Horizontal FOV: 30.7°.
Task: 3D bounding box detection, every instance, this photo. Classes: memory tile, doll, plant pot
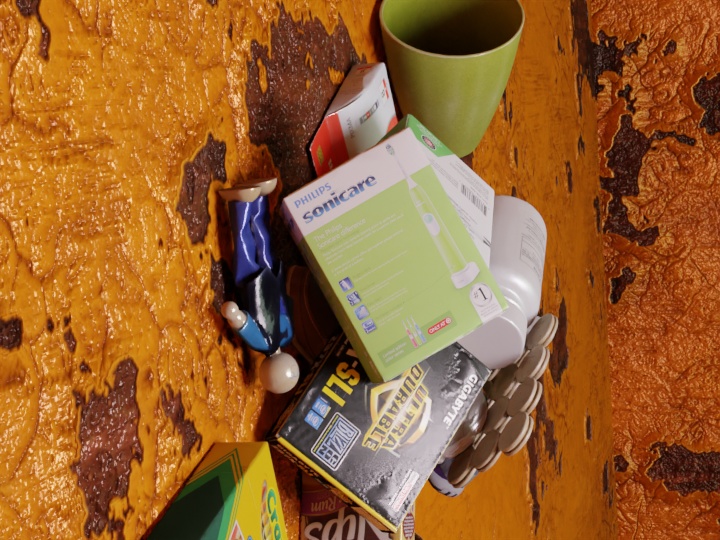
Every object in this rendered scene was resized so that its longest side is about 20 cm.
[{"bbox_3d":[0.164,0.149,1.496,0.017,0.153,0.201,34,47,-13],"label":"memory tile"},{"bbox_3d":[-0.095,0.019,1.245,0.136,0.048,0.203,-34,117,-67],"label":"doll"},{"bbox_3d":[0.115,-0.254,1.729,0.202,0.184,0.189,90,13,-45],"label":"plant pot"}]

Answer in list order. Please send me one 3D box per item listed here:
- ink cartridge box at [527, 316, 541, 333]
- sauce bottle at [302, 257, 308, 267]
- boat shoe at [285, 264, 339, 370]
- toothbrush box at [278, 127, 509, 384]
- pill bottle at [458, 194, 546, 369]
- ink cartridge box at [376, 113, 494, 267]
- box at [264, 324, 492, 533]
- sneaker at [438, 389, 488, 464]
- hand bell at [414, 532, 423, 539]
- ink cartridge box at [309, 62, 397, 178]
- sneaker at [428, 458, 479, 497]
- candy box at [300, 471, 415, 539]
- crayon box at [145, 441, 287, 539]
[{"bbox_3d":[0.163,0.123,1.786,0.201,0.143,0.085,-70,-178,-58],"label":"ink cartridge box"},{"bbox_3d":[0.000,0.000,1.486,0.200,0.065,0.067,23,66,-66],"label":"sauce bottle"},{"bbox_3d":[-0.030,0.069,1.399,0.202,0.066,0.073,70,27,-42],"label":"boat shoe"},{"bbox_3d":[0.030,-0.012,1.280,0.202,0.144,0.086,60,-9,0],"label":"toothbrush box"},{"bbox_3d":[0.158,0.015,1.547,0.201,0.112,0.115,-75,155,-47],"label":"pill bottle"},{"bbox_3d":[0.069,-0.058,1.448,0.146,0.084,0.201,41,30,-18],"label":"ink cartridge box"},{"bbox_3d":[0.020,0.137,1.333,0.201,0.159,0.049,-55,-170,-21],"label":"box"},{"bbox_3d":[0.051,0.176,1.471,0.093,0.198,0.076,64,-8,-33],"label":"sneaker"},{"bbox_3d":[0.017,0.406,1.511,0.104,0.103,0.203,-37,134,-67],"label":"hand bell"},{"bbox_3d":[0.003,-0.129,1.544,0.201,0.049,0.164,-70,151,-53],"label":"ink cartridge box"},{"bbox_3d":[0.109,0.176,1.628,0.074,0.087,0.202,21,40,-46],"label":"sneaker"},{"bbox_3d":[-0.002,0.249,1.393,0.056,0.115,0.204,21,68,-69],"label":"candy box"},{"bbox_3d":[-0.115,0.281,1.151,0.173,0.057,0.203,-53,137,-61],"label":"crayon box"}]
